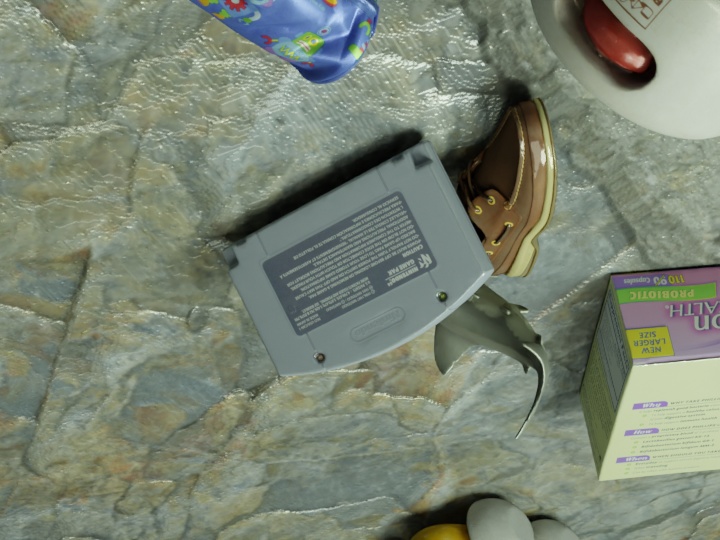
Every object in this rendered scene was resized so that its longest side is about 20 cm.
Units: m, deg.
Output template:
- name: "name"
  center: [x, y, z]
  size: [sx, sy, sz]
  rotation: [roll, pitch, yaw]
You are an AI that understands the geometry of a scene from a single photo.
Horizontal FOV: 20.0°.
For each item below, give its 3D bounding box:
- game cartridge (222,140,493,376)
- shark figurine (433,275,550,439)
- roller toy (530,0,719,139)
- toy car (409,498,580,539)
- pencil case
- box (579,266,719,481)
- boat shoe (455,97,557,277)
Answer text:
- name: "game cartridge"
  center: [0.000, 0.000, 1.602]
  size: [0.200, 0.133, 0.041]
  rotation: [-27, 175, 24]
- name: "shark figurine"
  center: [0.094, 0.057, 1.658]
  size: [0.128, 0.214, 0.090]
  rotation: [10, 115, -52]
- name: "roller toy"
  center: [0.216, -0.190, 1.329]
  size: [0.182, 0.200, 0.140]
  rotation: [17, 137, -24]
- name: "toy car"
  center: [0.131, 0.335, 2.082]
  size: [0.175, 0.150, 0.200]
  rotation: [-35, 138, 31]
- name: "pencil case"
  center: [-0.068, -0.197, 1.346]
  size: [0.087, 0.078, 0.200]
  rotation: [-8, 154, 39]
- name: "box"
  center: [0.301, 0.091, 1.827]
  size: [0.175, 0.097, 0.200]
  rotation: [-5, 146, -7]
- name: "boat shoe"
  center: [0.109, -0.058, 1.592]
  size: [0.067, 0.072, 0.200]
  rotation: [-5, 147, -10]
